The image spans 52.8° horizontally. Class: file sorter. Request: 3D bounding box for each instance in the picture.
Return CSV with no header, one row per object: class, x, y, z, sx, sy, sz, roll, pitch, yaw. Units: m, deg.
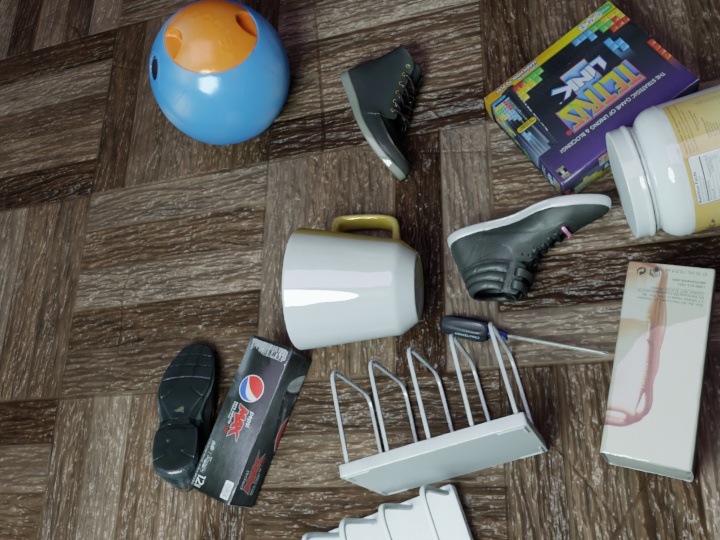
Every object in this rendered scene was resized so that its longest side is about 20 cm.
file sorter,0.018,0.325,0.763,0.199,0.125,0.140,-25,64,12
file sorter,0.084,0.154,0.802,0.198,0.139,0.126,-19,61,14

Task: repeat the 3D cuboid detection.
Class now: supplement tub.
supplement tub,0.380,-0.122,0.779,0.198,0.145,0.146,-16,65,16

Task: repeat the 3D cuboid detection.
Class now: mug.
mug,-0.002,0.003,0.894,0.152,0.149,0.189,-1,76,13

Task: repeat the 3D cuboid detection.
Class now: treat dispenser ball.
treat dispenser ball,-0.201,-0.283,1.045,0.199,0.201,0.203,-8,68,19

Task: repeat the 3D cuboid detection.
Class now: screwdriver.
screwdriver,0.188,0.083,0.849,0.198,0.028,0.029,14,107,25

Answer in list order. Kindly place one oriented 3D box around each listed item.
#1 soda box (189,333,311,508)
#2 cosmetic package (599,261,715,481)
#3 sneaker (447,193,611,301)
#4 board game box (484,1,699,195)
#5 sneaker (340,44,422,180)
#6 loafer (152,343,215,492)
soda box,-0.136,0.189,0.913,0.063,0.071,0.202,17,77,23
cosmetic package,0.309,0.103,0.749,0.086,0.103,0.202,6,71,26
sneaker,0.206,-0.020,0.859,0.198,0.071,0.100,-18,66,22
board game box,0.283,-0.212,0.904,0.199,0.057,0.166,-38,60,5
sneaker,0.048,-0.224,0.991,0.106,0.075,0.201,-29,61,13
loafer,-0.227,0.190,0.952,0.072,0.073,0.201,1,49,5
